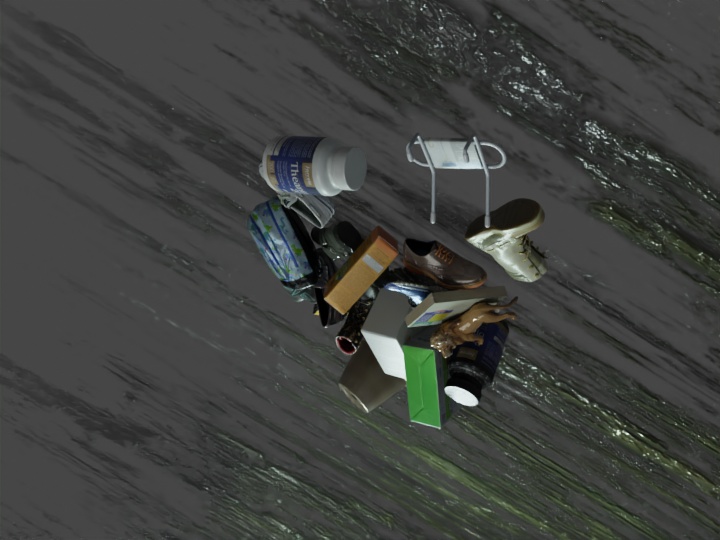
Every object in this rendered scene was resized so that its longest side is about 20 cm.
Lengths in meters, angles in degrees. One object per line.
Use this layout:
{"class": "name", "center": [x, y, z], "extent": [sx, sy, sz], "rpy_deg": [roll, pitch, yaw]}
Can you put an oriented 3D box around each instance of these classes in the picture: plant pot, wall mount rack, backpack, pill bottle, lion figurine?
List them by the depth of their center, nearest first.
{"class": "wall mount rack", "center": [0.166, -0.166, 1.218], "extent": [0.196, 0.076, 0.175], "rpy_deg": [8, 145, 35]}
{"class": "pill bottle", "center": [-0.090, -0.207, 1.348], "extent": [0.196, 0.113, 0.112], "rpy_deg": [9, 146, 32]}
{"class": "lion figurine", "center": [0.244, 0.112, 1.482], "extent": [0.120, 0.074, 0.201], "rpy_deg": [11, 132, -35]}
{"class": "pill bottle", "center": [0.268, 0.204, 1.583], "extent": [0.109, 0.203, 0.113], "rpy_deg": [20, 151, 12]}
{"class": "backpack", "center": [-0.179, -0.072, 1.593], "extent": [0.149, 0.164, 0.205], "rpy_deg": [-13, 114, 2]}
{"class": "plant pot", "center": [0.033, 0.294, 1.918], "extent": [0.199, 0.174, 0.201], "rpy_deg": [41, 164, 14]}

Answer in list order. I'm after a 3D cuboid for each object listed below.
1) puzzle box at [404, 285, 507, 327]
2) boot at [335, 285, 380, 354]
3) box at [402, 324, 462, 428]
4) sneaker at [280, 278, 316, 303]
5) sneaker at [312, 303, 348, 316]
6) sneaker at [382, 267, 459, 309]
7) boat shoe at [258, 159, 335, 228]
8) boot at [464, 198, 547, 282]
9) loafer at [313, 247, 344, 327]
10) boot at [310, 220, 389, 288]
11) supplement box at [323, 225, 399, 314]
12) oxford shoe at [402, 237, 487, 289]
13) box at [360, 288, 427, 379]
{"class": "puzzle box", "center": [0.208, 0.079, 1.483], "extent": [0.195, 0.026, 0.133], "rpy_deg": [-4, 155, -28]}
{"class": "boot", "center": [-0.006, 0.115, 1.743], "extent": [0.072, 0.153, 0.201], "rpy_deg": [24, 151, 7]}
{"class": "box", "center": [0.195, 0.247, 1.664], "extent": [0.095, 0.175, 0.206], "rpy_deg": [6, 112, 36]}
{"class": "sneaker", "center": [-0.148, 0.041, 1.837], "extent": [0.197, 0.076, 0.079], "rpy_deg": [-10, 132, 49]}
{"class": "sneaker", "center": [-0.054, 0.088, 1.848], "extent": [0.088, 0.072, 0.199], "rpy_deg": [22, 155, -23]}
{"class": "sneaker", "center": [0.132, 0.058, 1.517], "extent": [0.196, 0.091, 0.079], "rpy_deg": [18, -160, -28]}
{"class": "boat shoe", "center": [-0.147, -0.170, 1.507], "extent": [0.197, 0.068, 0.074], "rpy_deg": [31, 151, -3]}
{"class": "boot", "center": [0.307, -0.051, 1.278], "extent": [0.154, 0.073, 0.199], "rpy_deg": [39, 155, -17]}
{"class": "loafer", "center": [-0.090, 0.047, 1.722], "extent": [0.071, 0.063, 0.205], "rpy_deg": [2, 113, 41]}
{"class": "boot", "center": [-0.024, -0.039, 1.622], "extent": [0.201, 0.068, 0.129], "rpy_deg": [49, 153, -21]}
{"class": "supplement box", "center": [0.000, 0.000, 1.528], "extent": [0.068, 0.067, 0.201], "rpy_deg": [34, 110, -16]}
{"class": "oxford shoe", "center": [0.176, -0.017, 1.454], "extent": [0.195, 0.072, 0.074], "rpy_deg": [16, 146, 24]}
{"class": "box", "center": [0.103, 0.154, 1.705], "extent": [0.104, 0.154, 0.202], "rpy_deg": [10, 146, 31]}
